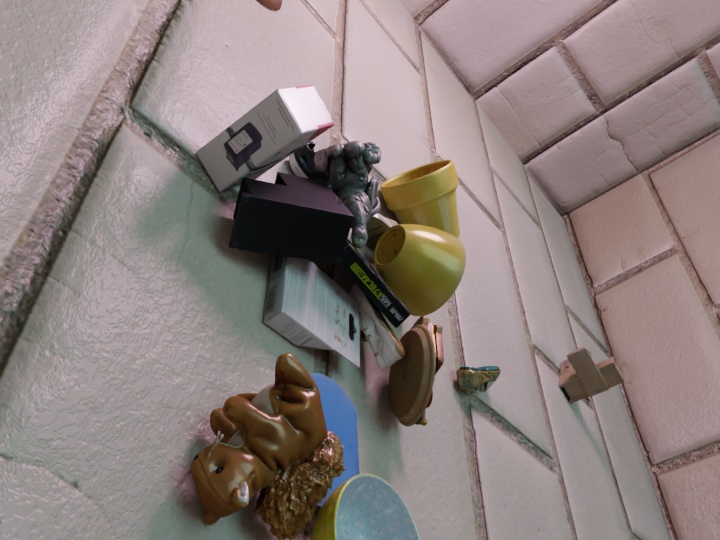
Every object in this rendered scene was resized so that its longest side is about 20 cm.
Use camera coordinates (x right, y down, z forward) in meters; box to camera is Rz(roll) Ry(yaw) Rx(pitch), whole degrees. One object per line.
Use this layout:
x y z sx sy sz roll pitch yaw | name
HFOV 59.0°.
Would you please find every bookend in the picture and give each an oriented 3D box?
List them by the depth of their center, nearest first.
-0.140 -0.106 1.119 0.197 0.094 0.199 8 23 -26 | bookend

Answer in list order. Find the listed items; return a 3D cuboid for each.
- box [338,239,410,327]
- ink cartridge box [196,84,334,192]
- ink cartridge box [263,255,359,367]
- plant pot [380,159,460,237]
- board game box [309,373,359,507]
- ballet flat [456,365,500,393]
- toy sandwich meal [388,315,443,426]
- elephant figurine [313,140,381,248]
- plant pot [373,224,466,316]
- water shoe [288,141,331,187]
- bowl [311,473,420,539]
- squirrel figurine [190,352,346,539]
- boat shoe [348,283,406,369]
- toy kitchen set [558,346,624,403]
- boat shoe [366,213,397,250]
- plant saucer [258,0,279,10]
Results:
0.000 0.000 1.249 0.193 0.047 0.200 46 3 -25 | box
-0.165 -0.231 1.110 0.085 0.198 0.145 59 27 -5 | ink cartridge box
-0.081 0.070 1.129 0.200 0.056 0.164 45 30 -35 | ink cartridge box
0.172 -0.164 1.655 0.192 0.198 0.201 70 24 -15 | plant pot
-0.065 0.263 0.980 0.157 0.039 0.203 31 46 -46 | board game box
0.291 0.269 1.569 0.199 0.070 0.072 12 53 -57 | ballet flat
0.113 0.194 1.197 0.069 0.206 0.208 12 46 -17 | toy sandwich meal
-0.018 -0.145 1.264 0.154 0.140 0.204 -13 95 -49 | elephant figurine
0.112 -0.021 1.397 0.141 0.199 0.202 31 38 -32 | plant pot
-0.067 -0.200 1.378 0.199 0.078 0.072 32 38 -43 | water shoe
-0.008 0.394 0.870 0.200 0.107 0.202 40 33 -34 | bowl
-0.115 0.247 0.804 0.201 0.141 0.187 51 35 -9 | squirrel figurine
0.014 0.107 1.234 0.071 0.069 0.201 45 9 -45 | boat shoe
0.776 0.315 2.197 0.165 0.198 0.180 57 27 -6 | toy kitchen set
0.055 -0.085 1.493 0.200 0.074 0.069 46 27 -48 | boat shoe
-0.263 -0.770 1.644 0.200 0.036 0.203 41 33 -33 | plant saucer
